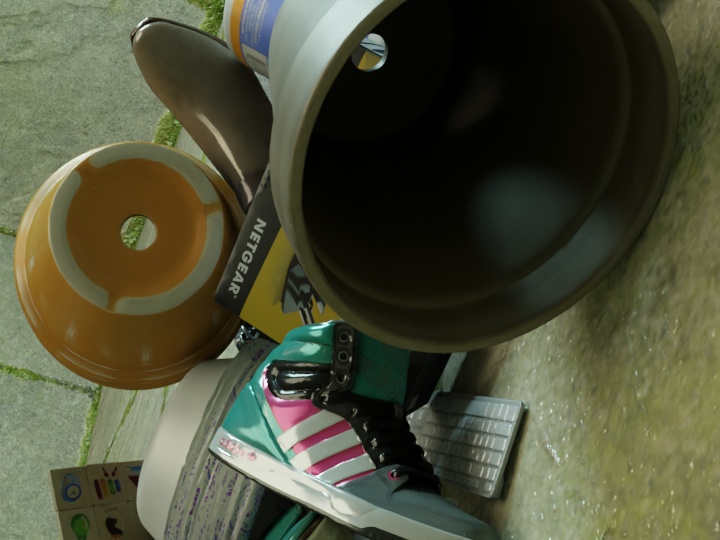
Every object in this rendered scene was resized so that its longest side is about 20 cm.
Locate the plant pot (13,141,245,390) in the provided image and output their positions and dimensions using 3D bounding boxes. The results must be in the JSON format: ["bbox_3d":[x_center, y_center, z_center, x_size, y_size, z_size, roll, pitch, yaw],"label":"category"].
[{"bbox_3d":[-0.173,-0.015,0.894,0.183,0.198,0.203,136,148,-76],"label":"plant pot"}]

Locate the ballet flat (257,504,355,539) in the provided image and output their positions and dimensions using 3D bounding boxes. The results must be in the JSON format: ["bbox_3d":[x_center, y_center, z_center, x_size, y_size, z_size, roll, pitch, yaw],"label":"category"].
[{"bbox_3d":[-0.034,0.197,0.769,0.068,0.062,0.200,-49,0,-14],"label":"ballet flat"}]

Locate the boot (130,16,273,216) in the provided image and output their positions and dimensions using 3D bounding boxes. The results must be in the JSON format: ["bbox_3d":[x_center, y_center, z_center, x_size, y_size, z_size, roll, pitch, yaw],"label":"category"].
[{"bbox_3d":[-0.087,-0.088,0.869,0.070,0.200,0.147,-36,49,17],"label":"boot"}]

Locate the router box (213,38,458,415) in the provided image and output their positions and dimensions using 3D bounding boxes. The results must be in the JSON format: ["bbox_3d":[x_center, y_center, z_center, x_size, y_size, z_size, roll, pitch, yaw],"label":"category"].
[{"bbox_3d":[0.010,-0.031,0.748,0.052,0.156,0.202,-15,-49,-64],"label":"router box"}]

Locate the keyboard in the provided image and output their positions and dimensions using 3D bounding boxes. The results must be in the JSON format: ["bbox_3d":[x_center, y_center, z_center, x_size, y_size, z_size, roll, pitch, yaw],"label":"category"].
[{"bbox_3d":[0.053,0.105,0.735,0.200,0.011,0.057,169,117,-72],"label":"keyboard"}]

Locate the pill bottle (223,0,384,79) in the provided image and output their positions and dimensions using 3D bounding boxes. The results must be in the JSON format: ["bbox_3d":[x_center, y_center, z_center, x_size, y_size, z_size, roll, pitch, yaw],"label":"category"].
[{"bbox_3d":[0.006,-0.161,0.830,0.112,0.199,0.113,-40,-33,-32],"label":"pill bottle"}]

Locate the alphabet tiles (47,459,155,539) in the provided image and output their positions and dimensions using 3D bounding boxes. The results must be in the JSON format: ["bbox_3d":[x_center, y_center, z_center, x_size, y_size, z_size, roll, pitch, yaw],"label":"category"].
[{"bbox_3d":[-0.154,0.235,0.947,0.008,0.199,0.169,-31,67,37],"label":"alphabet tiles"}]

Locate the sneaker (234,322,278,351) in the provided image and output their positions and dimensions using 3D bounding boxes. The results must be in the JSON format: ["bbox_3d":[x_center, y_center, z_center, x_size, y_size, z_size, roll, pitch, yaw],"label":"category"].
[{"bbox_3d":[-0.070,0.053,0.992,0.077,0.081,0.202,-77,-7,-61],"label":"sneaker"}]

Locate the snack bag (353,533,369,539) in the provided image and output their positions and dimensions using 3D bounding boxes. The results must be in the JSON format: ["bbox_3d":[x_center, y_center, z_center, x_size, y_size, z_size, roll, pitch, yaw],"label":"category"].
[{"bbox_3d":[-0.008,0.281,0.744,0.189,0.021,0.202,-116,46,-69],"label":"snack bag"}]

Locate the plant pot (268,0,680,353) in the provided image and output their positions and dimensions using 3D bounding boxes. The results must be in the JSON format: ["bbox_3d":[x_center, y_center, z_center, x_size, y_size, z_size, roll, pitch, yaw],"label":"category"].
[{"bbox_3d":[0.033,-0.088,0.594,0.202,0.198,0.174,-67,30,21],"label":"plant pot"}]

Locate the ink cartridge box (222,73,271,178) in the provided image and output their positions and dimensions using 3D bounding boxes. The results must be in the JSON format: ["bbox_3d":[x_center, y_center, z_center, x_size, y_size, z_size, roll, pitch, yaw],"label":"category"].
[{"bbox_3d":[-0.062,-0.068,1.066,0.076,0.135,0.202,102,-178,-75],"label":"ink cartridge box"}]

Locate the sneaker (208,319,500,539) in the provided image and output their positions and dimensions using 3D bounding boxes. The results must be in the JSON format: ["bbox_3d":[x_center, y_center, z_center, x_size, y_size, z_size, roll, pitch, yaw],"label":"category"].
[{"bbox_3d":[0.012,0.089,0.669,0.199,0.084,0.122,20,81,33],"label":"sneaker"}]

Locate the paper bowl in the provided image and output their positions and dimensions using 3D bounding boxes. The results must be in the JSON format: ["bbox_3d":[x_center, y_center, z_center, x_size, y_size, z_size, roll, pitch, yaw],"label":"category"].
[{"bbox_3d":[-0.104,0.152,0.911,0.201,0.103,0.203,20,-90,-82],"label":"paper bowl"}]
